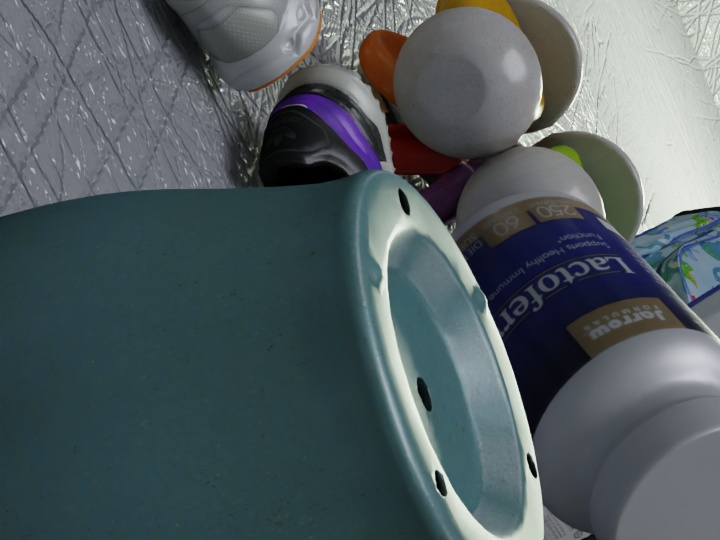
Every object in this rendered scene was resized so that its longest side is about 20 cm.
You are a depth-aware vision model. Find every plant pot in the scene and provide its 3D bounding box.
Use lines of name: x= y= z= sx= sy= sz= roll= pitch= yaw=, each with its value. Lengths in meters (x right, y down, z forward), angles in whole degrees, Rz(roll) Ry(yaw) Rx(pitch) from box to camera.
plant pot: x=-0.054 y=0.060 z=0.606 sx=0.200 sy=0.188 sz=0.200 roll=55 pitch=23 yaw=-37

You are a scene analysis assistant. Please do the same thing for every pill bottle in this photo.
pill bottle: x=0.117 y=0.056 z=0.971 sx=0.116 sy=0.116 sz=0.200 roll=54 pitch=-1 yaw=-41

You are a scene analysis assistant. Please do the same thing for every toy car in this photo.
toy car: x=0.064 y=-0.060 z=1.152 sx=0.200 sy=0.150 sz=0.175 roll=65 pitch=21 yaw=-1

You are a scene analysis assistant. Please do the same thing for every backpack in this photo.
backpack: x=0.195 y=0.045 z=1.237 sx=0.200 sy=0.154 sz=0.163 roll=-10 pitch=88 yaw=-40

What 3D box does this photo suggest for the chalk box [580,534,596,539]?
chalk box: x=0.123 y=0.229 z=0.934 sx=0.124 sy=0.125 sz=0.200 roll=57 pitch=12 yaw=-19

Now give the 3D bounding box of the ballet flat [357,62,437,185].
ballet flat: x=0.051 y=-0.078 z=1.323 sx=0.200 sy=0.057 sz=0.066 roll=46 pitch=57 yaw=-42

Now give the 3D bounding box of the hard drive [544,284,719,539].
hard drive: x=0.144 y=0.109 z=1.125 sx=0.132 sy=0.200 sz=0.025 roll=56 pitch=2 yaw=-37

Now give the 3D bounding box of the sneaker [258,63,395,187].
sneaker: x=-0.001 y=0.000 z=1.045 sx=0.200 sy=0.070 sz=0.100 roll=60 pitch=28 yaw=-23

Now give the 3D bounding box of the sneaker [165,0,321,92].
sneaker: x=-0.069 y=-0.194 z=1.032 sx=0.092 sy=0.076 sz=0.200 roll=43 pitch=31 yaw=-47
